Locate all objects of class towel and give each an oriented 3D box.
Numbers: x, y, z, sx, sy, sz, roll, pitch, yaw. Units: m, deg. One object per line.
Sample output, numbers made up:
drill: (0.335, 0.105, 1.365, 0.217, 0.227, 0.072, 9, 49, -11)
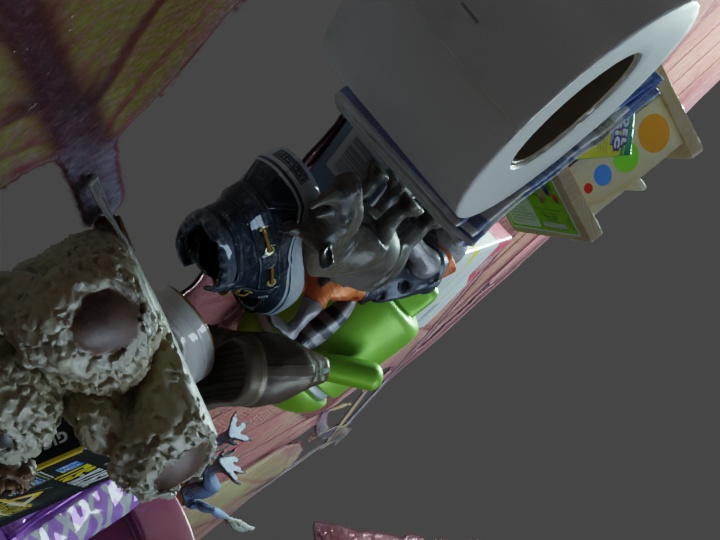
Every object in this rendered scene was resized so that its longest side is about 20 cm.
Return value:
towel: (0.097, -0.122, 1.248, 0.200, 0.147, 0.024, -38, 166, -19)

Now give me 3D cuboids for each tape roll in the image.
tape roll: (0.094, -0.150, 1.132, 0.202, 0.139, 0.203, -38, 170, -8)

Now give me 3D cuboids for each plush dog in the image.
plush dog: (-0.198, 0.052, 1.046, 0.171, 0.161, 0.200, -25, 141, -4)

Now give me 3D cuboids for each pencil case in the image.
pencil case: (-0.245, 0.193, 1.551, 0.200, 0.084, 0.085, -35, -171, -31)

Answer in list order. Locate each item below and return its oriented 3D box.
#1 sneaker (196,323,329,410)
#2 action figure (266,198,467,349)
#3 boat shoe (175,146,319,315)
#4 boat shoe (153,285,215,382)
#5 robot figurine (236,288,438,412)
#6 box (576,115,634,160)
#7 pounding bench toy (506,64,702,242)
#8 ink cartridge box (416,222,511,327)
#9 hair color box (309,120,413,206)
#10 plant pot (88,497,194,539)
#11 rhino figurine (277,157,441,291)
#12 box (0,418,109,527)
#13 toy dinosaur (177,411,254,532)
sneaker: (-0.090, 0.080, 1.399, 0.075, 0.071, 0.200, 4, -179, -23)
action figure: (0.000, 0.000, 1.491, 0.192, 0.105, 0.200, -21, -176, -10)
boat shoe: (-0.091, -0.010, 1.290, 0.091, 0.071, 0.201, -35, 162, -24)
boat shoe: (-0.167, 0.077, 1.370, 0.069, 0.071, 0.200, -35, 171, -29)
robot figurine: (-0.028, 0.047, 1.616, 0.200, 0.116, 0.176, -37, -157, 6)
box: (0.162, -0.145, 1.399, 0.199, 0.048, 0.118, -10, 106, -53)
pounding bench toy: (0.179, -0.128, 1.594, 0.156, 0.125, 0.200, -38, -159, -19)
ink cartridge box: (0.048, -0.004, 1.791, 0.145, 0.084, 0.200, -44, 170, 22)
hair color box: (0.058, -0.114, 1.397, 0.200, 0.061, 0.099, -30, 166, -45)
plant pot: (-0.269, 0.287, 1.637, 0.178, 0.201, 0.200, -12, 155, -37)
rhino figurine: (-0.004, -0.028, 1.237, 0.087, 0.060, 0.200, -46, 166, 6)
box: (-0.259, 0.148, 1.297, 0.159, 0.050, 0.200, -25, 170, -2)
toy dinosaur: (-0.197, 0.227, 2.047, 0.199, 0.106, 0.181, 22, 141, -37)
